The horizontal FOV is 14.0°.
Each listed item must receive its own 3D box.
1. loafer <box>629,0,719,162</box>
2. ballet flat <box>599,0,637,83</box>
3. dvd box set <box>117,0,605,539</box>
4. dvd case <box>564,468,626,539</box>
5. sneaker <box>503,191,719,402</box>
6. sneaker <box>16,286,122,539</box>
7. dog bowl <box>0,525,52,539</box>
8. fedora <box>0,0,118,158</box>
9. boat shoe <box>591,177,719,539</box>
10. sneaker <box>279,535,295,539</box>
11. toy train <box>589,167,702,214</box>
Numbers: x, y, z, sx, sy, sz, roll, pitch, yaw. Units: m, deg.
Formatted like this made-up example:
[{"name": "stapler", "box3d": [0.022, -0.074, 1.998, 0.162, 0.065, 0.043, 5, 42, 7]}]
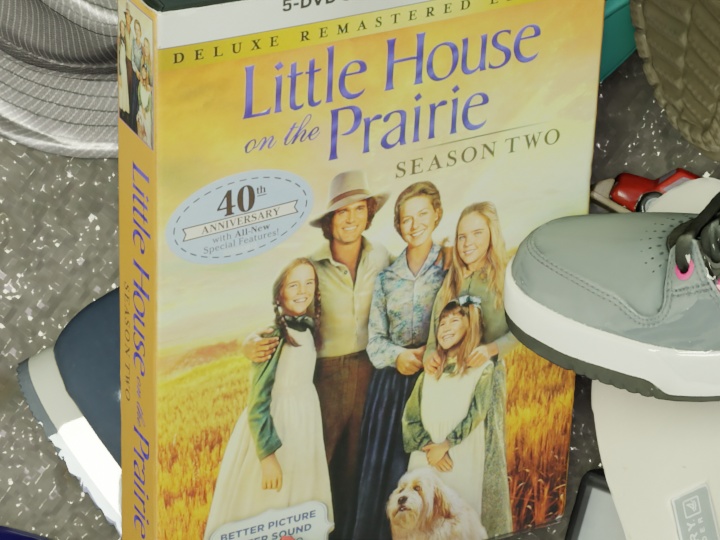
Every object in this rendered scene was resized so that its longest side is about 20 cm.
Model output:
[{"name": "loafer", "box3d": [0.127, -0.123, 0.835, 0.068, 0.076, 0.201, -8, 124, -24]}, {"name": "ballet flat", "box3d": [0.082, -0.103, 0.919, 0.199, 0.067, 0.070, -33, 64, -14]}, {"name": "dvd box set", "box3d": [0.000, 0.000, 0.856, 0.145, 0.029, 0.201, -12, 122, -26]}, {"name": "dvd case", "box3d": [0.134, 0.158, 0.911, 0.199, 0.018, 0.144, 18, 96, 36]}, {"name": "sneaker", "box3d": [0.129, -0.027, 0.796, 0.199, 0.084, 0.121, 3, 121, 21]}, {"name": "sneaker", "box3d": [-0.018, 0.084, 0.934, 0.082, 0.070, 0.200, -40, 95, 5]}, {"name": "dog bowl", "box3d": [-0.135, 0.183, 0.937, 0.199, 0.079, 0.202, 0, 94, -1]}, {"name": "fedora", "box3d": [-0.085, -0.134, 0.905, 0.176, 0.090, 0.201, -17, 95, 1]}, {"name": "boat shoe", "box3d": [0.123, 0.069, 0.882, 0.072, 0.068, 0.201, -32, 52, 30]}, {"name": "sneaker", "box3d": [0.019, 0.131, 0.854, 0.199, 0.096, 0.080, 0, 113, -24]}, {"name": "toy train", "box3d": [0.101, -0.010, 0.948, 0.199, 0.034, 0.046, 29, 81, -2]}]
